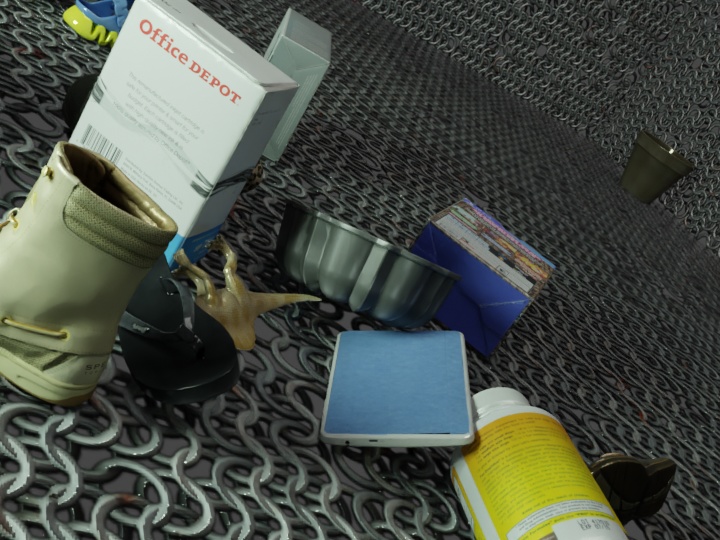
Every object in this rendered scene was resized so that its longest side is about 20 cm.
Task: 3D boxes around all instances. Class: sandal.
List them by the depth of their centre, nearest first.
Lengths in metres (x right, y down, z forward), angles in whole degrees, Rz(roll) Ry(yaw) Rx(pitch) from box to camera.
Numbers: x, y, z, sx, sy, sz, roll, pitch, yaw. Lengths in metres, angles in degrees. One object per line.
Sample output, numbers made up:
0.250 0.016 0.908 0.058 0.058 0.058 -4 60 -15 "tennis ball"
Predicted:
-0.158 0.031 0.719 0.075 0.043 0.200 -27 45 -20 "sandal"
0.264 0.214 0.960 0.054 0.083 0.199 28 15 37 "sandal"
-0.301 -0.338 1.291 0.199 0.088 0.080 13 27 -48 "sandal"

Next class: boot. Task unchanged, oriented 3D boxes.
-0.230 -0.023 0.607 0.199 0.156 0.073 33 21 -3 "boot"
-0.209 -0.142 1.010 0.198 0.074 0.150 14 -9 29 "boot"

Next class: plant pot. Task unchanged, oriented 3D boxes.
0.906 -0.311 2.933 0.198 0.174 0.201 30 21 -12 "plant pot"

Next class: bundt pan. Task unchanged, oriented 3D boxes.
0.000 0.000 0.965 0.200 0.077 0.202 24 3 -1 "bundt pan"

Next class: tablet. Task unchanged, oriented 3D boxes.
0.035 0.102 0.856 0.128 0.014 0.200 0 22 4 "tablet"

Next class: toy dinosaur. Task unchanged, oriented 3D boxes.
-0.120 0.026 0.842 0.102 0.058 0.200 55 25 7 "toy dinosaur"

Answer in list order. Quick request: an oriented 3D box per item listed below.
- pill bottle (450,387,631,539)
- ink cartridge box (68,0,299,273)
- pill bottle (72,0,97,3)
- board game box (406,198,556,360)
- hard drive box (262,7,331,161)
0.140 0.189 0.773 0.108 0.110 0.201 23 24 -27 "pill bottle"
-0.170 -0.123 0.854 0.146 0.201 0.086 37 21 9 "ink cartridge box"
-0.435 -0.428 1.236 0.199 0.117 0.116 8 33 -49 "pill bottle"
0.148 0.004 1.205 0.159 0.097 0.200 38 21 9 "board game box"
-0.108 -0.265 1.322 0.076 0.157 0.201 27 21 -13 "hard drive box"
